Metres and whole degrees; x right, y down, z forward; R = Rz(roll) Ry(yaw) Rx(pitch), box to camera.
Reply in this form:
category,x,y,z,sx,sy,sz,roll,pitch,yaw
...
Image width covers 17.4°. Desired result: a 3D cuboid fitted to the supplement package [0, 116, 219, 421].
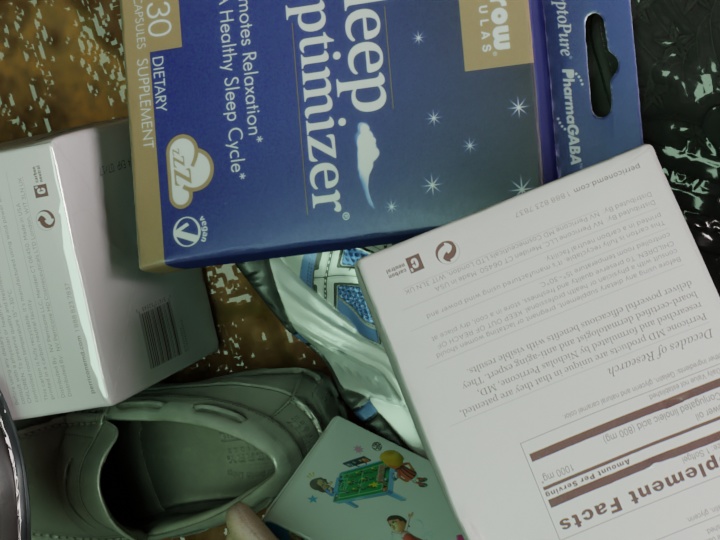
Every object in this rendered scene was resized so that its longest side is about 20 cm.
category,x,y,z,sx,sy,sz,roll,pitch,yaw
supplement package,-0.180,0.007,1.003,0.199,0.114,0.110,-10,96,22

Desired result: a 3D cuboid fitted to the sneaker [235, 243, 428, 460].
category,x,y,z,sx,sy,sz,roll,pitch,yaw
sneaker,0.000,0.000,0.969,0.077,0.076,0.200,-41,87,3

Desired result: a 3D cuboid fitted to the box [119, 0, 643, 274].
category,x,y,z,sx,sy,sz,roll,pitch,yaw
box,0.006,-0.070,0.906,0.199,0.032,0.122,-7,83,16

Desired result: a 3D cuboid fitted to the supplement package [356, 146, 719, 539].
category,x,y,z,sx,sy,sz,roll,pitch,yaw
supplement package,0.089,0.081,0.808,0.109,0.114,0.200,-22,73,1

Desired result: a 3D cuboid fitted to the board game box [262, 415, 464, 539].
category,x,y,z,sx,sy,sz,roll,pitch,yaw
board game box,0.058,0.161,0.937,0.200,0.064,0.148,25,142,15

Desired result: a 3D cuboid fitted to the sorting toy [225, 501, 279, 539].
category,x,y,z,sx,sy,sz,roll,pitch,yaw
sorting toy,-0.005,0.208,0.901,0.185,0.036,0.200,45,140,28

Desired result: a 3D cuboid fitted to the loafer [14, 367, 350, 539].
category,x,y,z,sx,sy,sz,roll,pitch,yaw
loafer,-0.099,0.083,1.004,0.200,0.070,0.070,-16,99,30

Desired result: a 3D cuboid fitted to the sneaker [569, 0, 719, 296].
category,x,y,z,sx,sy,sz,roll,pitch,yaw
sneaker,0.143,-0.053,0.906,0.104,0.060,0.200,-25,88,26

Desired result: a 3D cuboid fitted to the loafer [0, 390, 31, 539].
category,x,y,z,sx,sy,sz,roll,pitch,yaw
loafer,-0.191,0.045,0.913,0.073,0.072,0.200,-23,93,21
